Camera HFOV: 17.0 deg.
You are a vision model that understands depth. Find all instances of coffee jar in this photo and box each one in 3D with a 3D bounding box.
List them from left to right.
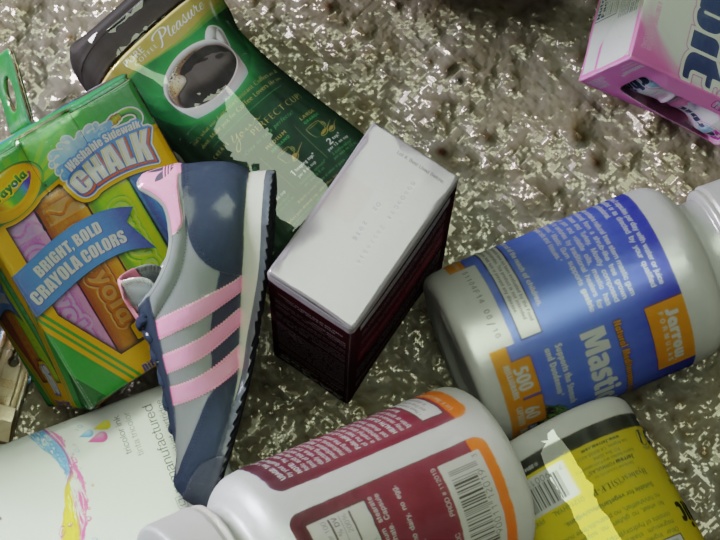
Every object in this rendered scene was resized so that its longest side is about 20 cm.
[{"bbox_3d":[-0.083,-0.094,1.489,0.104,0.085,0.200,-42,78,-12],"label":"coffee jar"}]

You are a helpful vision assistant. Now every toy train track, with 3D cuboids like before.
[{"bbox_3d":[-0.202,0.008,1.489,0.115,0.033,0.200,13,75,5],"label":"toy train track"}]

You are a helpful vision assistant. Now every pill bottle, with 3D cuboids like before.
[{"bbox_3d":[-0.014,0.149,1.330,0.200,0.114,0.114,-21,74,-24],"label":"pill bottle"},{"bbox_3d":[0.148,0.018,1.439,0.200,0.112,0.112,-22,75,-5],"label":"pill bottle"},{"bbox_3d":[0.152,0.183,1.392,0.111,0.111,0.200,-26,75,-6],"label":"pill bottle"}]

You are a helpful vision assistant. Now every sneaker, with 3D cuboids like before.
[{"bbox_3d":[-0.098,0.034,1.345,0.082,0.070,0.200,9,103,-1],"label":"sneaker"}]

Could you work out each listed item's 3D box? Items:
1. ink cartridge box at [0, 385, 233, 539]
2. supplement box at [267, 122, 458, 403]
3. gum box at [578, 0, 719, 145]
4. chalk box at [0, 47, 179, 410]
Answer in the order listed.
[{"bbox_3d":[-0.163,0.168,1.415,0.200,0.085,0.145,-21,76,-4],"label":"ink cartridge box"},{"bbox_3d":[0.000,0.000,1.400,0.061,0.200,0.109,33,77,8],"label":"supplement box"},{"bbox_3d":[0.218,-0.184,1.499,0.113,0.066,0.200,21,73,-19],"label":"gum box"},{"bbox_3d":[-0.172,-0.034,1.416,0.124,0.125,0.200,-33,97,-16],"label":"chalk box"}]
